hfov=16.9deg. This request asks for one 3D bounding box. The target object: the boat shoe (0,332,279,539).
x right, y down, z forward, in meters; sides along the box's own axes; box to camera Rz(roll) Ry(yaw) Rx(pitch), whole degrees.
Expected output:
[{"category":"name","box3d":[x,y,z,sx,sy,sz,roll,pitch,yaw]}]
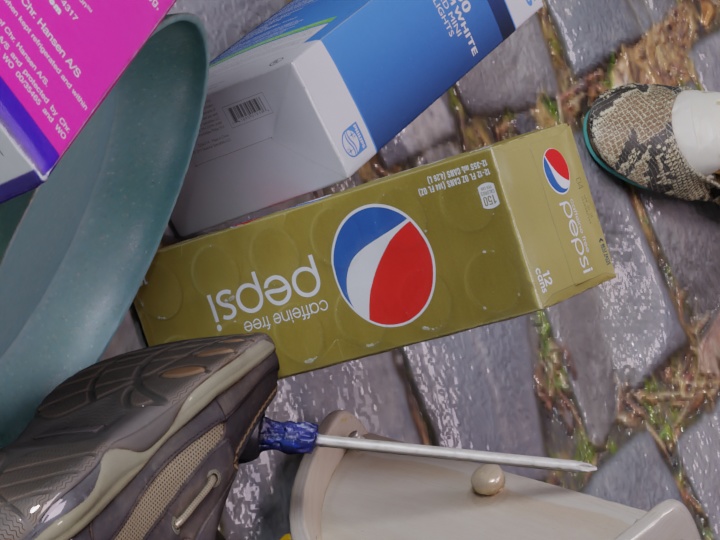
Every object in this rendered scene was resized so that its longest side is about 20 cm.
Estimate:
[{"category":"boat shoe","box3d":[-0.090,0.082,0.922,0.200,0.074,0.074,-37,118,-55]}]

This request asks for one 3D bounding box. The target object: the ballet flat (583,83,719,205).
[{"category":"ballet flat","box3d":[0.213,-0.070,1.400,0.200,0.075,0.068,20,63,-47]}]

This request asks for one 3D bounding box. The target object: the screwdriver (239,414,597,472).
[{"category":"screwdriver","box3d":[-0.002,0.069,1.001,0.028,0.199,0.029,-81,172,-45]}]

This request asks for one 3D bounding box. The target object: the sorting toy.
[{"category":"sorting toy","box3d":[0.063,0.173,1.059,0.107,0.200,0.180,-47,128,-27]}]

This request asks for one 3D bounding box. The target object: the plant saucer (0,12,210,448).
[{"category":"plant saucer","box3d":[-0.118,-0.011,0.912,0.036,0.200,0.200,26,44,8]}]

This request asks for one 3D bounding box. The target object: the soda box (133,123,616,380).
[{"category":"soda box","box3d":[0.000,0.000,1.001,0.064,0.200,0.068,-21,94,-53]}]

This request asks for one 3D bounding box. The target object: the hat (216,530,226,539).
[{"category":"hat","box3d":[-0.066,0.177,0.950,0.200,0.081,0.201,21,62,-47]}]

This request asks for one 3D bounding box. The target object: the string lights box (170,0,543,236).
[{"category":"string lights box","box3d":[-0.008,-0.095,1.106,0.200,0.103,0.059,-43,110,-49]}]

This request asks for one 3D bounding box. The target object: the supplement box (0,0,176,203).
[{"category":"supplement box","box3d":[-0.127,-0.110,0.826,0.103,0.101,0.200,55,37,-21]}]
